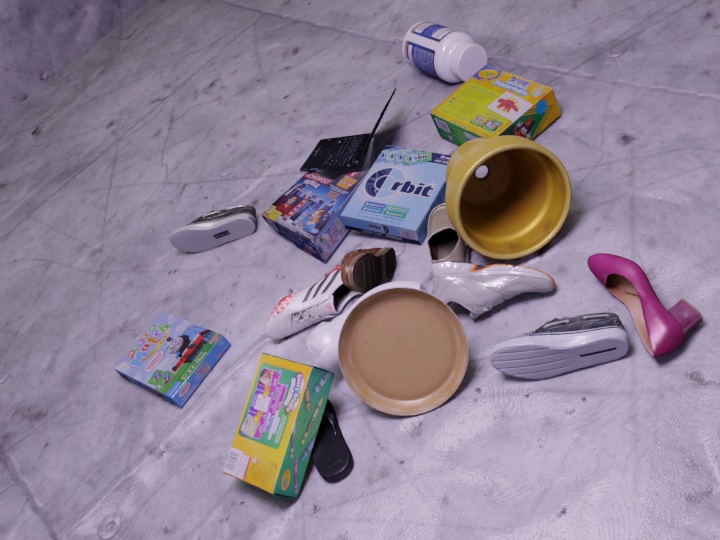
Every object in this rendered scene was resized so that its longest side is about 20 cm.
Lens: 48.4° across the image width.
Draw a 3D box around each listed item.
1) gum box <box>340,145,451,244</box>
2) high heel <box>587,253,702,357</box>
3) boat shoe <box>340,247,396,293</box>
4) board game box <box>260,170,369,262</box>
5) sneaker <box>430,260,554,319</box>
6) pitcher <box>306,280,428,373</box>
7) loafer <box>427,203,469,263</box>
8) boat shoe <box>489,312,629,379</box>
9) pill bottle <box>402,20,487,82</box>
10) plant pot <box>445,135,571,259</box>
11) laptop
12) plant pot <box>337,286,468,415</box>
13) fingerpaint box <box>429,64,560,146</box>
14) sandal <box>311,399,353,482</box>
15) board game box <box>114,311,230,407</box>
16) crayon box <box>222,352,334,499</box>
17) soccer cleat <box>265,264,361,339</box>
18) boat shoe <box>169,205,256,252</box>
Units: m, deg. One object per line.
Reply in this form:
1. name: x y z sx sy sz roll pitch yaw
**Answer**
1. gum box: 0.082 -0.151 1.560 0.170 0.045 0.200 14 57 30
2. high heel: 0.387 0.045 1.166 0.096 0.068 0.200 -33 42 -18
3. boat shoe: 0.000 0.000 1.397 0.068 0.072 0.200 1 6 21
4. board game box: -0.071 -0.132 1.641 0.200 0.062 0.200 -43 40 -16
5. sneaker: 0.213 0.035 1.301 0.199 0.076 0.092 3 89 15
6. pitcher: 0.026 0.085 1.332 0.200 0.121 0.172 -23 18 16
7. loafer: 0.155 -0.057 1.417 0.076 0.068 0.200 -19 42 15
8. boat shoe: 0.290 0.107 1.179 0.199 0.072 0.071 -8 36 11
9. pill bottle: 0.191 -0.486 1.795 0.111 0.111 0.200 -40 41 -10
10. plant pot: 0.232 -0.144 1.376 0.200 0.201 0.189 -29 26 3
11. laptop: -0.025 -0.300 1.713 0.199 0.104 0.177 -4 29 17
12. plant pot: 0.065 0.122 1.228 0.200 0.200 0.027 -23 5 10
13. fingerpaint box: 0.267 -0.313 1.602 0.167 0.073 0.200 -41 42 -10
14. sandal: -0.069 0.246 1.271 0.076 0.043 0.200 -37 40 -6
15. board game box: -0.365 0.166 1.543 0.200 0.037 0.151 14 58 41
16. crayon box: -0.127 0.238 1.248 0.119 0.058 0.200 9 77 41
17. soccer cleat: -0.082 0.064 1.447 0.200 0.069 0.085 -34 36 -9
18. boat shoe: -0.321 -0.094 1.759 0.199 0.071 0.064 -12 44 10
